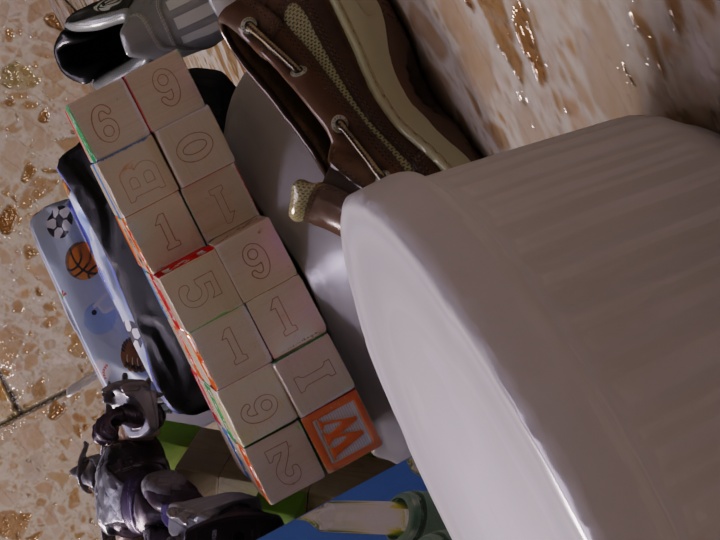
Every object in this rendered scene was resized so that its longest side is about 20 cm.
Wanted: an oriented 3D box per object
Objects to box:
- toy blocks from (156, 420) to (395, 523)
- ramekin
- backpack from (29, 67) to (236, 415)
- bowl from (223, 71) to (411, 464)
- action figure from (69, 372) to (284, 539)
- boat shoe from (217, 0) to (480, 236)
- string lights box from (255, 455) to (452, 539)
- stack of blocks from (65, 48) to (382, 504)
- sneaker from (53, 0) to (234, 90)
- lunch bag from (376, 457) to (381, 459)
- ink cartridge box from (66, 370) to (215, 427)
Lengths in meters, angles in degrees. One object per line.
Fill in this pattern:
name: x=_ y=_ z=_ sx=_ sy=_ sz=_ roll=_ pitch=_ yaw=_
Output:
toy blocks: x=-0.029 y=0.172 z=1.005 sx=0.100 sy=0.198 sz=0.138 roll=-61 pitch=-22 yaw=-65
ramekin: x=0.080 y=0.052 z=0.482 sx=0.203 sy=0.094 sz=0.203 roll=62 pitch=171 yaw=17
backpack: x=-0.088 y=-0.006 z=1.065 sx=0.190 sy=0.153 sz=0.201 roll=-15 pitch=-98 yaw=-64
bowl: x=0.000 y=0.000 z=0.880 sx=0.200 sy=0.074 sz=0.201 roll=52 pitch=166 yaw=47
action figure: x=-0.104 y=0.124 z=0.921 sx=0.199 sy=0.069 sz=0.131 roll=18 pitch=119 yaw=55
boat shoe: x=0.005 y=-0.034 z=0.729 sx=0.203 sy=0.074 sz=0.075 roll=61 pitch=169 yaw=18
string lights box: x=0.023 y=0.138 z=0.714 sx=0.103 sy=0.199 sz=0.059 roll=56 pitch=169 yaw=37
stack of blocks: x=-0.068 y=0.000 z=0.841 sx=0.201 sy=0.058 sz=0.115 roll=64 pitch=171 yaw=-7
sneaker: x=-0.135 y=-0.154 z=1.084 sx=0.075 sy=0.115 sz=0.200 roll=65 pitch=171 yaw=-12
lunch bag: x=0.004 y=0.144 z=1.107 sx=0.200 sy=0.117 sz=0.165 roll=-32 pitch=84 yaw=55
ink cartridge box: x=-0.099 y=0.063 z=1.221 sx=0.068 sy=0.199 sz=0.116 roll=64 pitch=172 yaw=-2
